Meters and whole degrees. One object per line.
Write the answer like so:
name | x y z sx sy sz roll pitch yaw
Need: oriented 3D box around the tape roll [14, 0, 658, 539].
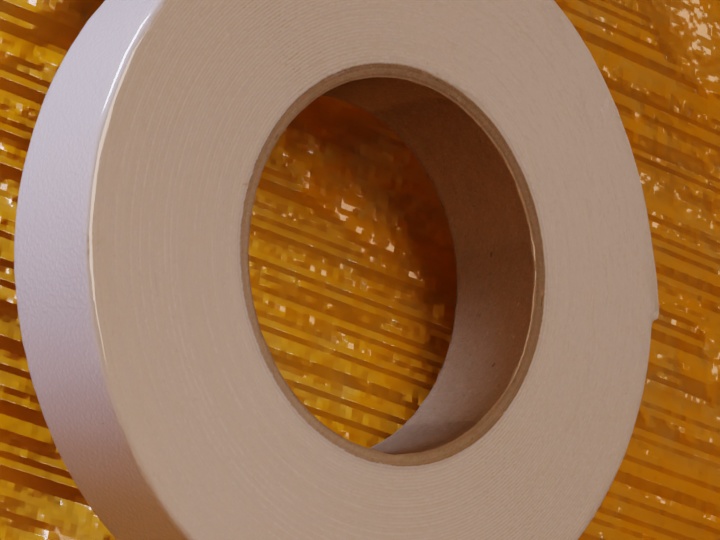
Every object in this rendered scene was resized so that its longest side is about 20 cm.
tape roll | 0.000 0.000 0.683 0.202 0.037 0.205 6 81 -38
